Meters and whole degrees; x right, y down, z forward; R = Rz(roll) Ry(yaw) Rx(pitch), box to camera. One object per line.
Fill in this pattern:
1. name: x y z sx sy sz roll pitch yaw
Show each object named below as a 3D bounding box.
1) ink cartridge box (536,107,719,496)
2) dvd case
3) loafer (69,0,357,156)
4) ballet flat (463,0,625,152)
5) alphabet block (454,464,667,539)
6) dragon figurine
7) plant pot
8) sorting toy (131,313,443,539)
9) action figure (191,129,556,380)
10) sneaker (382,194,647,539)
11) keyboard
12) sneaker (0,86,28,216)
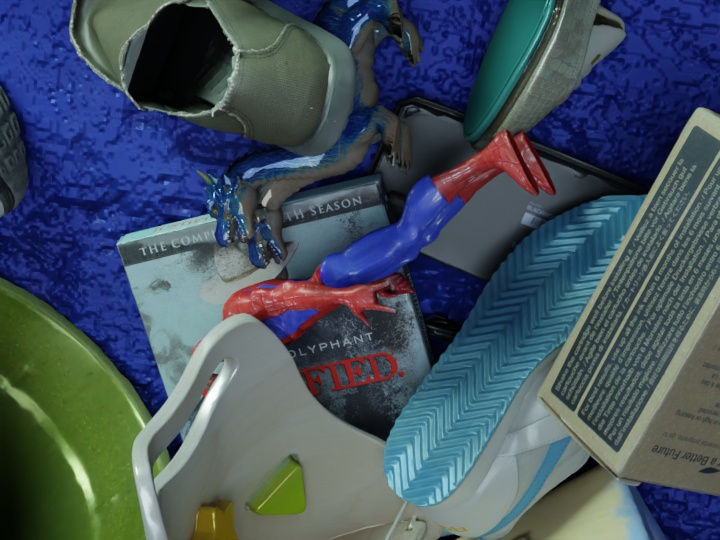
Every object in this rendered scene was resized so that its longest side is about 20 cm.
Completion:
1. ink cartridge box: 0.205 0.028 0.904 0.200 0.075 0.165 15 110 -41
2. dvd case: -0.031 0.059 0.982 0.146 0.022 0.200 -12 106 12
3. loafer: -0.083 -0.109 0.866 0.070 0.200 0.075 9 100 -42
4. ballet flat: 0.112 -0.142 0.910 0.062 0.067 0.200 17 104 -15
5. alphabet block: 0.101 0.253 0.940 0.200 0.196 0.195 -28 114 9
6. dragon figurine: -0.024 -0.099 0.909 0.099 0.059 0.200 4 91 12
7. plant pot: -0.229 0.129 0.945 0.200 0.200 0.190 42 115 -10
8. sorting toy: -0.056 0.124 0.887 0.107 0.200 0.180 2 126 26
9. action figure: 0.000 0.000 0.912 0.200 0.065 0.052 -28 89 17
10. sneaker: 0.098 0.047 0.944 0.200 0.077 0.081 -49 136 0
11. keyboard: 0.090 -0.001 0.975 0.200 0.021 0.127 23 104 -5
12. sneaker: -0.253 -0.092 0.936 0.200 0.075 0.087 41 115 -3
